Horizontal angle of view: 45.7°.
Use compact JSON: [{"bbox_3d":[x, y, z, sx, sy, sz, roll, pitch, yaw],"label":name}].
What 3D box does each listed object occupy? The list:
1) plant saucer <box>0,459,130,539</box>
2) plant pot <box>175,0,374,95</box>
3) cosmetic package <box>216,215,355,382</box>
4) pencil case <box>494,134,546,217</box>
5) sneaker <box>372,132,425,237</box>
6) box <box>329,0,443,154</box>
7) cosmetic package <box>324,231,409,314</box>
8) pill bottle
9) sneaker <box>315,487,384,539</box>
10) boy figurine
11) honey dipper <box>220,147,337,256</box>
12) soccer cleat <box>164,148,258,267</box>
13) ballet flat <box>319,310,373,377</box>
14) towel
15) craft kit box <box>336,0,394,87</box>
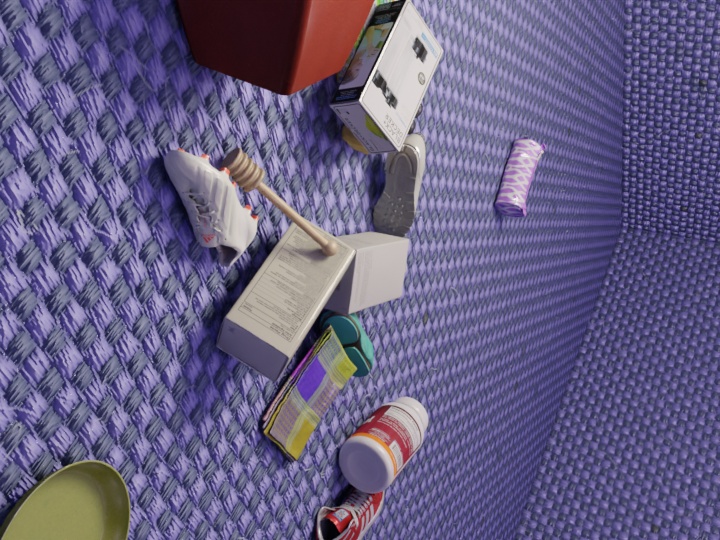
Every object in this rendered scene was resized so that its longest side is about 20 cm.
[{"bbox_3d":[-0.326,0.299,0.914,0.200,0.031,0.203,-38,134,-53],"label":"plant saucer"},{"bbox_3d":[-0.096,-0.315,0.968,0.200,0.198,0.178,-41,149,-52],"label":"plant pot"},{"bbox_3d":[-0.100,0.037,1.164,0.201,0.103,0.087,-57,178,-36],"label":"cosmetic package"},{"bbox_3d":[0.400,-0.233,2.136,0.084,0.085,0.202,47,59,-61],"label":"pencil case"},{"bbox_3d":[0.076,-0.141,1.486,0.081,0.076,0.202,-56,165,-52],"label":"sneaker"},{"bbox_3d":[0.042,-0.287,1.269,0.117,0.060,0.202,46,58,-40],"label":"box"},{"bbox_3d":[0.000,0.000,1.402,0.199,0.084,0.109,-12,112,-63],"label":"cosmetic package"},{"bbox_3d":[0.051,0.322,1.612,0.200,0.112,0.114,-34,131,-56],"label":"pill bottle"},{"bbox_3d":[-0.017,0.438,1.568,0.201,0.070,0.113,-58,151,-32],"label":"sneaker"},{"bbox_3d":[0.035,-0.242,1.378,0.200,0.064,0.125,-40,159,-58],"label":"boy figurine"},{"bbox_3d":[-0.098,-0.081,1.112,0.200,0.038,0.038,42,59,-28],"label":"honey dipper"},{"bbox_3d":[-0.179,-0.072,1.023,0.078,0.069,0.200,-66,155,-18],"label":"soccer cleat"},{"bbox_3d":[-0.024,0.104,1.438,0.201,0.066,0.071,66,18,-51],"label":"ballet flat"},{"bbox_3d":[-0.079,0.201,1.361,0.201,0.023,0.144,-55,146,-23],"label":"towel"},{"bbox_3d":[0.017,-0.399,1.318,0.198,0.048,0.202,-53,145,-47],"label":"craft kit box"}]
